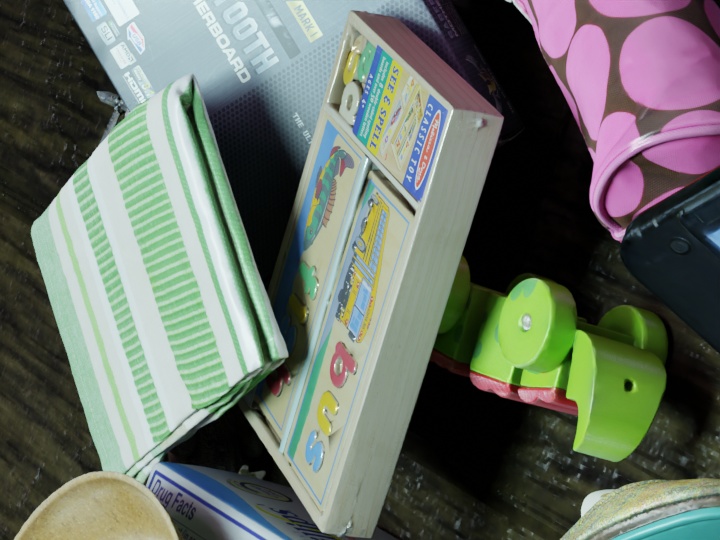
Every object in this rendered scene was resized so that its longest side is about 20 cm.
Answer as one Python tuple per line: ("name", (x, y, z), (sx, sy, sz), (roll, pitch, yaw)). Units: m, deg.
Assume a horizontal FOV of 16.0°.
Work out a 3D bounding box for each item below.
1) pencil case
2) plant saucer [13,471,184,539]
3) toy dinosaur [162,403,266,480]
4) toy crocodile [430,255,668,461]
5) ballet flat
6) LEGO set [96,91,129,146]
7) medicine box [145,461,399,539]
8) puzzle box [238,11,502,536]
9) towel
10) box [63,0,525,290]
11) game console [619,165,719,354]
("pencil case", (0.109, -0.098, 1.094), (0.094, 0.091, 0.201), (-42, 44, 25))
("plant saucer", (-0.120, 0.193, 1.162), (0.200, 0.035, 0.201), (-27, 54, 46))
("toy dinosaur", (-0.078, 0.118, 1.314), (0.102, 0.076, 0.201), (113, 150, -66))
("toy crocodile", (0.069, 0.032, 1.112), (0.200, 0.067, 0.062), (21, 94, 58))
("ballet flat", (0.094, 0.129, 1.039), (0.200, 0.070, 0.071), (-49, 39, 34))
("LEGO set", (-0.091, -0.036, 1.345), (0.200, 0.115, 0.155), (16, 90, 59))
("medicine box", (-0.046, 0.212, 1.176), (0.182, 0.103, 0.201), (22, 94, 58))
("puzzle box", (0.000, 0.000, 1.134), (0.133, 0.025, 0.201), (49, 126, 59))
("towel", (-0.100, 0.010, 1.226), (0.200, 0.023, 0.153), (-41, 65, 57))
("box", (-0.039, -0.110, 1.215), (0.157, 0.051, 0.201), (-30, 92, 21))
("game console", (0.194, 0.038, 0.877), (0.200, 0.172, 0.119), (-32, 24, 46))
